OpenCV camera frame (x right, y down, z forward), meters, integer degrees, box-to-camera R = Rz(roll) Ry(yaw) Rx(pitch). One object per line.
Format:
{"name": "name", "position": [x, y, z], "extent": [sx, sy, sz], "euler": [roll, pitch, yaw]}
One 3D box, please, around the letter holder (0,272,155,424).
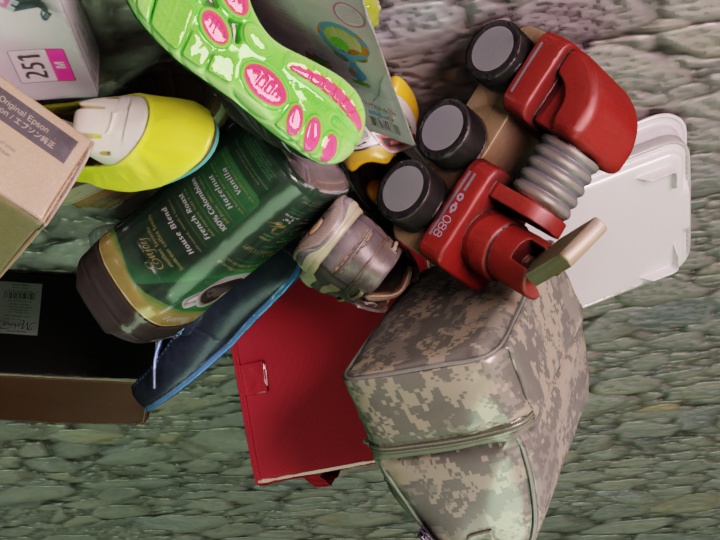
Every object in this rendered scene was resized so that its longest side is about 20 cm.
{"name": "letter holder", "position": [-0.294, 0.077, 1.465], "extent": [0.198, 0.102, 0.142], "euler": [3, 155, -9]}

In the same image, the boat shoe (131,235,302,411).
{"name": "boat shoe", "position": [-0.118, 0.028, 1.238], "extent": [0.200, 0.069, 0.084], "euler": [-45, -178, 16]}

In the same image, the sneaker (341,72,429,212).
{"name": "sneaker", "position": [0.027, -0.071, 1.198], "extent": [0.077, 0.083, 0.200], "euler": [-12, 152, 21]}

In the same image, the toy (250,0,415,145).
{"name": "toy", "position": [-0.023, -0.168, 1.019], "extent": [0.114, 0.047, 0.201], "euler": [23, 155, 25]}

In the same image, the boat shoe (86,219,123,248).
{"name": "boat shoe", "position": [-0.181, -0.012, 1.315], "extent": [0.069, 0.072, 0.201], "euler": [-11, 178, 7]}

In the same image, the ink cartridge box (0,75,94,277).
{"name": "ink cartridge box", "position": [-0.290, -0.078, 1.081], "extent": [0.164, 0.076, 0.200], "euler": [35, 154, -13]}

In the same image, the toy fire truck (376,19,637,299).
{"name": "toy fire truck", "position": [0.123, -0.061, 1.040], "extent": [0.200, 0.177, 0.128], "euler": [35, -178, 43]}

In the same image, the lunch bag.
{"name": "lunch bag", "position": [0.092, 0.098, 1.130], "extent": [0.138, 0.200, 0.169], "euler": [-15, 110, 27]}

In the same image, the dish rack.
{"name": "dish rack", "position": [0.177, -0.026, 1.234], "extent": [0.198, 0.044, 0.173], "euler": [-21, 137, -7]}

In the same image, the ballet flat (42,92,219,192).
{"name": "ballet flat", "position": [-0.186, -0.093, 1.088], "extent": [0.199, 0.068, 0.067], "euler": [2, 163, 44]}

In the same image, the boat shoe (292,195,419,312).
{"name": "boat shoe", "position": [0.000, 0.000, 1.151], "extent": [0.075, 0.073, 0.200], "euler": [-50, 173, 3]}

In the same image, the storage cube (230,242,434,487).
{"name": "storage cube", "position": [0.002, 0.076, 1.332], "extent": [0.178, 0.202, 0.171], "euler": [-11, 173, 14]}

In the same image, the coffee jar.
{"name": "coffee jar", "position": [-0.110, -0.030, 1.128], "extent": [0.199, 0.086, 0.104], "euler": [-38, 170, 18]}

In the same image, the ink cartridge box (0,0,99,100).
{"name": "ink cartridge box", "position": [-0.275, -0.178, 1.017], "extent": [0.171, 0.044, 0.200], "euler": [-4, 153, 2]}

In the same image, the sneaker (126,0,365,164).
{"name": "sneaker", "position": [-0.086, -0.138, 1.008], "extent": [0.200, 0.077, 0.084], "euler": [46, 159, -16]}

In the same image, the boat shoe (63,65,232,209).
{"name": "boat shoe", "position": [-0.152, -0.094, 1.161], "extent": [0.199, 0.072, 0.076], "euler": [-17, 149, 41]}
